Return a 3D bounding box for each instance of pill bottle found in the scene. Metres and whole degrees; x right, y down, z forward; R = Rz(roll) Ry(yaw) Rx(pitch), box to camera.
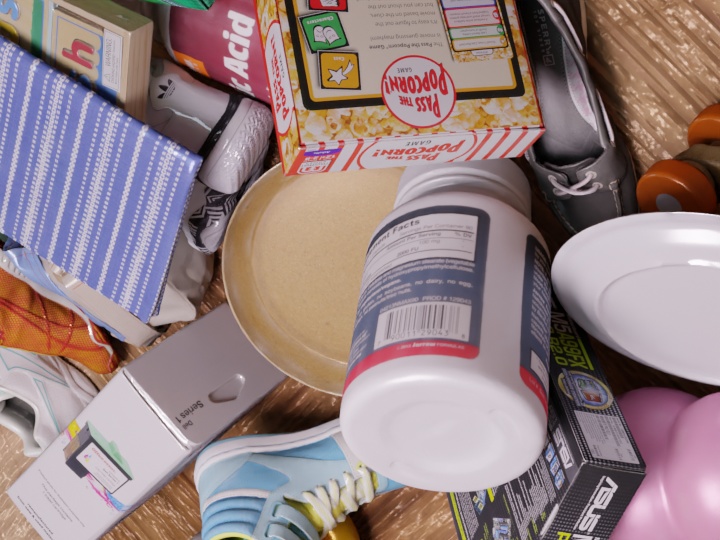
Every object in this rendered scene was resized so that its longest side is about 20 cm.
[{"bbox_3d":[-0.063,-0.174,0.858,0.200,0.114,0.114,25,121,19],"label":"pill bottle"},{"bbox_3d":[0.058,0.022,0.783,0.119,0.200,0.120,6,138,5],"label":"pill bottle"}]

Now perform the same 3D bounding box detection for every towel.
[{"bbox_3d":[-0.200,-0.068,0.843,0.200,0.024,0.145,31,128,12],"label":"towel"}]

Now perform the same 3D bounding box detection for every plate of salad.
[{"bbox_3d":[0.211,0.015,0.742,0.200,0.048,0.200,16,154,8],"label":"plate of salad"}]

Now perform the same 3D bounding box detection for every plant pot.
[{"bbox_3d":[0.000,0.000,0.917,0.200,0.027,0.200,4,115,8],"label":"plant pot"}]

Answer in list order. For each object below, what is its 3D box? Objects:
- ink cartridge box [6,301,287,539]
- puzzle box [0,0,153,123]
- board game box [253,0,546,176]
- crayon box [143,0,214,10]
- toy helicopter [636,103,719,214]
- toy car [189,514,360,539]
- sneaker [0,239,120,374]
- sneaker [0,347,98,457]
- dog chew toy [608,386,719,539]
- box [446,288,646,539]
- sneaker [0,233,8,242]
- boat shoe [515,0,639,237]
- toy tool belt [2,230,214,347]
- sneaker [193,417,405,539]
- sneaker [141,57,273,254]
[{"bbox_3d":[-0.172,0.130,1.030,0.084,0.145,0.200,49,126,3],"label":"ink cartridge box"},{"bbox_3d":[-0.207,-0.101,0.855,0.133,0.025,0.200,27,128,19],"label":"puzzle box"},{"bbox_3d":[0.014,-0.162,0.754,0.046,0.151,0.200,130,132,-67],"label":"board game box"},{"bbox_3d":[-0.121,-0.273,0.816,0.119,0.058,0.200,14,75,25],"label":"crayon box"},{"bbox_3d":[0.263,-0.007,0.758,0.200,0.079,0.132,25,144,32],"label":"toy helicopter"},{"bbox_3d":[-0.082,0.275,1.036,0.175,0.150,0.200,39,124,10],"label":"toy car"},{"bbox_3d":[-0.278,0.036,1.051,0.077,0.200,0.073,-49,42,-3],"label":"sneaker"},{"bbox_3d":[-0.318,0.081,1.137,0.200,0.080,0.070,47,127,7],"label":"sneaker"},{"bbox_3d":[0.228,0.130,0.797,0.200,0.124,0.125,-14,103,47],"label":"dog chew toy"},{"bbox_3d":[0.109,0.118,0.840,0.044,0.200,0.160,11,122,-16],"label":"box"},{"bbox_3d":[-0.289,-0.057,1.062,0.200,0.074,0.118,-23,91,45],"label":"sneaker"},{"bbox_3d":[0.127,-0.098,0.814,0.067,0.057,0.200,-9,105,32],"label":"boat shoe"},{"bbox_3d":[-0.221,-0.019,0.997,0.200,0.125,0.123,41,131,-21],"label":"toy tool belt"},{"bbox_3d":[-0.027,0.178,0.942,0.200,0.131,0.080,-12,125,5],"label":"sneaker"},{"bbox_3d":[-0.131,-0.086,0.915,0.115,0.075,0.200,31,157,0],"label":"sneaker"}]
